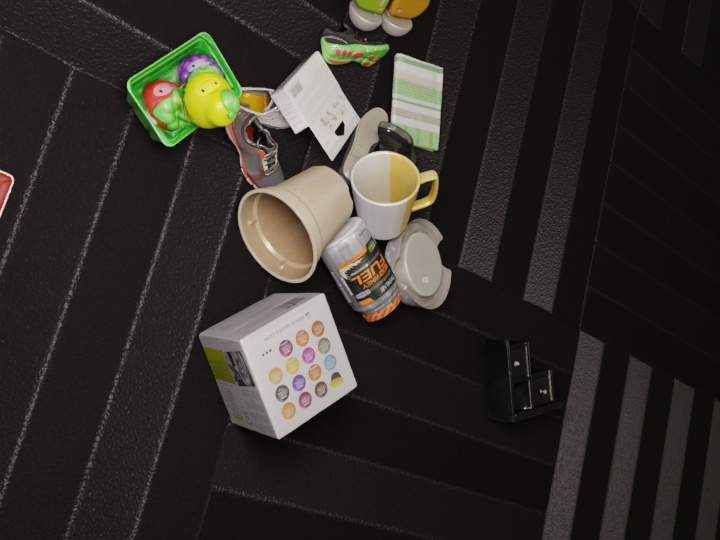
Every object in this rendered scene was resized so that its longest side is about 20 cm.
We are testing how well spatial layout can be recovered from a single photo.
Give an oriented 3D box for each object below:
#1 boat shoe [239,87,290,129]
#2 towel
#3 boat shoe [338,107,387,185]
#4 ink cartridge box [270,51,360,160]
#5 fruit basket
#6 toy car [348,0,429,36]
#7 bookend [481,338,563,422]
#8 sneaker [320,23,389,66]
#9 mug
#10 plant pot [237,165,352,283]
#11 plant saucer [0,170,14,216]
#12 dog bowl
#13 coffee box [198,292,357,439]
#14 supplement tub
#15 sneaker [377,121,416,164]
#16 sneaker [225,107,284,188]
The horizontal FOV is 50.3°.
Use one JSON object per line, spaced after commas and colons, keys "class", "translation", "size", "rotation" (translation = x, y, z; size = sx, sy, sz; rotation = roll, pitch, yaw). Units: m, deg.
{"class": "boat shoe", "translation": [-0.187, -0.336, 1.557], "size": [0.196, 0.069, 0.073], "rotation": [5, 85, -35]}
{"class": "towel", "translation": [0.130, -0.396, 1.821], "size": [0.146, 0.030, 0.206], "rotation": [7, 86, -33]}
{"class": "boat shoe", "translation": [0.000, -0.275, 1.708], "size": [0.066, 0.057, 0.203], "rotation": [32, 65, -16]}
{"class": "ink cartridge box", "translation": [-0.088, -0.339, 1.600], "size": [0.175, 0.043, 0.201], "rotation": [56, 35, -21]}
{"class": "fruit basket", "translation": [-0.305, -0.324, 1.394], "size": [0.215, 0.213, 0.157], "rotation": [-44, 112, -28]}
{"class": "toy car", "translation": [0.058, -0.637, 1.714], "size": [0.196, 0.176, 0.152], "rotation": [-3, 55, -35]}
{"class": "bookend", "translation": [0.412, 0.263, 1.951], "size": [0.196, 0.091, 0.205], "rotation": [-5, 90, -37]}
{"class": "sneaker", "translation": [-0.010, -0.501, 1.689], "size": [0.197, 0.076, 0.086], "rotation": [-10, 76, -47]}
{"class": "mug", "translation": [0.068, -0.143, 1.649], "size": [0.181, 0.155, 0.152], "rotation": [11, 53, 7]}
{"class": "plant pot", "translation": [-0.114, -0.111, 1.542], "size": [0.183, 0.198, 0.204], "rotation": [-42, 111, -40]}
{"class": "plant saucer", "translation": [-0.680, -0.095, 1.210], "size": [0.197, 0.036, 0.205], "rotation": [24, 74, -32]}
{"class": "dog bowl", "translation": [0.129, -0.011, 1.755], "size": [0.197, 0.058, 0.206], "rotation": [13, 73, -47]}
{"class": "coffee box", "translation": [-0.160, 0.174, 1.474], "size": [0.197, 0.198, 0.202], "rotation": [-28, 104, -32]}
{"class": "supplement tub", "translation": [0.000, 0.000, 1.646], "size": [0.122, 0.121, 0.202], "rotation": [-43, 112, -29]}
{"class": "sneaker", "translation": [0.068, -0.243, 1.695], "size": [0.116, 0.075, 0.200], "rotation": [-65, 162, -13]}
{"class": "sneaker", "translation": [-0.196, -0.227, 1.521], "size": [0.078, 0.081, 0.202], "rotation": [-52, 133, -24]}
